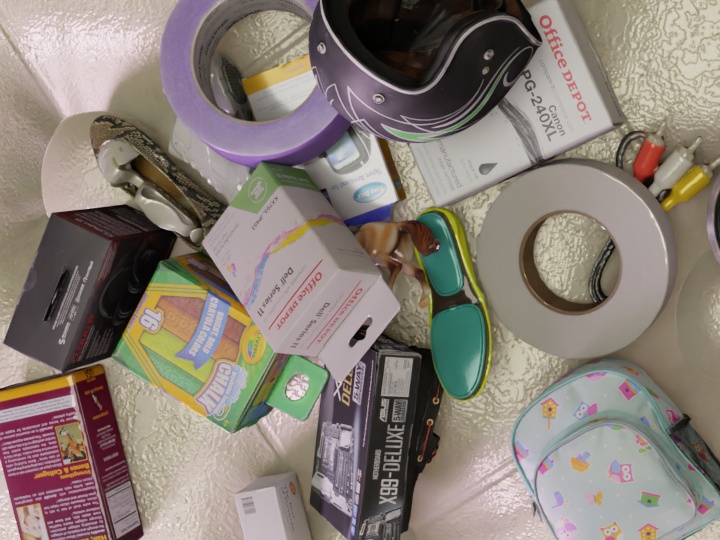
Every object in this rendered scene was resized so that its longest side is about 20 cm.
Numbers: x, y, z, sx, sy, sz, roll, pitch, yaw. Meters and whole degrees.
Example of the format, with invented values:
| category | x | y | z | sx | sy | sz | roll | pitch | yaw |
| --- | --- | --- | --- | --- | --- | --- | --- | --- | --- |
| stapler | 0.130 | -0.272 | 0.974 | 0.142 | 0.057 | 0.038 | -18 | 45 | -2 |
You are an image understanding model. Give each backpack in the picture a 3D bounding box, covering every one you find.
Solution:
| category | x | y | z | sx | sy | sz | roll | pitch | yaw |
| --- | --- | --- | --- | --- | --- | --- | --- | --- | --- |
| backpack | 0.244 | 0.191 | 1.683 | 0.176 | 0.153 | 0.200 | -35 | 79 | 21 |

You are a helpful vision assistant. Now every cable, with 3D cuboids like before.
| category | x | y | z | sx | sy | sz | roll | pitch | yaw |
| --- | --- | --- | --- | --- | --- | --- | --- | --- | --- |
| cable | 0.270 | -0.057 | 1.699 | 0.097 | 0.050 | 0.200 | 33 | 103 | 7 |

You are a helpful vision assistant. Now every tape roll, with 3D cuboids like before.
| category | x | y | z | sx | sy | sz | roll | pitch | yaw |
| --- | --- | --- | --- | --- | --- | --- | --- | --- | --- |
| tape roll | -0.096 | -0.206 | 1.710 | 0.199 | 0.085 | 0.201 | -1 | 83 | 6 |
| tape roll | 0.214 | -0.012 | 1.704 | 0.202 | 0.037 | 0.203 | 7 | 107 | 23 |

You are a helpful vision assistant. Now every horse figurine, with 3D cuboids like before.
| category | x | y | z | sx | sy | sz | roll | pitch | yaw |
| --- | --- | --- | --- | --- | --- | --- | --- | --- | --- |
| horse figurine | 0.000 | 0.000 | 1.724 | 0.200 | 0.050 | 0.133 | -27 | 49 | 21 |

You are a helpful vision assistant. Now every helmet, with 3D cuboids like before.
| category | x | y | z | sx | sy | sz | roll | pitch | yaw |
| --- | --- | --- | --- | --- | --- | --- | --- | --- | --- |
| helmet | 0.051 | -0.211 | 1.581 | 0.191 | 0.200 | 0.200 | -36 | 86 | 14 |

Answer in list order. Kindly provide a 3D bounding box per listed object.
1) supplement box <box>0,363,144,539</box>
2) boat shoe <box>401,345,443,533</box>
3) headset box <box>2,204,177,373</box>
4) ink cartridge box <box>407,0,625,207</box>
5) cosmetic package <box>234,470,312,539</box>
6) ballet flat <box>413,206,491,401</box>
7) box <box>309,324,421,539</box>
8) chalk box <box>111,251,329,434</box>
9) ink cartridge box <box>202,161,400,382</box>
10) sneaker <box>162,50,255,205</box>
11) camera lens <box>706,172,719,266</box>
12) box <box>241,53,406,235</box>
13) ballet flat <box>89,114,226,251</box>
| category | x | y | z | sx | sy | sz | roll | pitch | yaw |
| --- | --- | --- | --- | --- | --- | --- | --- | --- | --- |
| supplement box | -0.322 | 0.214 | 1.865 | 0.110 | 0.086 | 0.200 | -13 | 92 | 15 |
| boat shoe | 0.053 | 0.178 | 1.766 | 0.063 | 0.074 | 0.202 | 5 | 96 | -15 |
| headset box | -0.281 | 0.016 | 1.776 | 0.077 | 0.200 | 0.149 | 24 | 100 | 12 |
| ink cartridge box | 0.143 | -0.169 | 1.705 | 0.200 | 0.083 | 0.146 | -25 | 88 | 17 |
| cosmetic package | -0.077 | 0.321 | 1.814 | 0.051 | 0.083 | 0.200 | -13 | 93 | 13 |
| ballet flat | 0.100 | 0.032 | 1.742 | 0.067 | 0.067 | 0.200 | -14 | 84 | 22 |
| box | 0.003 | 0.164 | 1.739 | 0.050 | 0.158 | 0.201 | 3 | 98 | -20 |
| chalk box | -0.132 | 0.084 | 1.782 | 0.200 | 0.124 | 0.125 | 30 | 102 | 11 |
| ink cartridge box | -0.059 | 0.003 | 1.676 | 0.117 | 0.067 | 0.200 | -52 | 55 | 23 |
| sneaker | -0.150 | -0.124 | 1.801 | 0.099 | 0.078 | 0.200 | -22 | 81 | 22 |
| camera lens | 0.407 | -0.052 | 1.586 | 0.160 | 0.200 | 0.160 | 1 | 96 | 15 |
| box | -0.034 | -0.126 | 1.781 | 0.119 | 0.041 | 0.200 | -19 | 93 | 16 |
| ballet flat | -0.223 | -0.091 | 1.812 | 0.200 | 0.075 | 0.068 | 40 | 122 | 8 |
